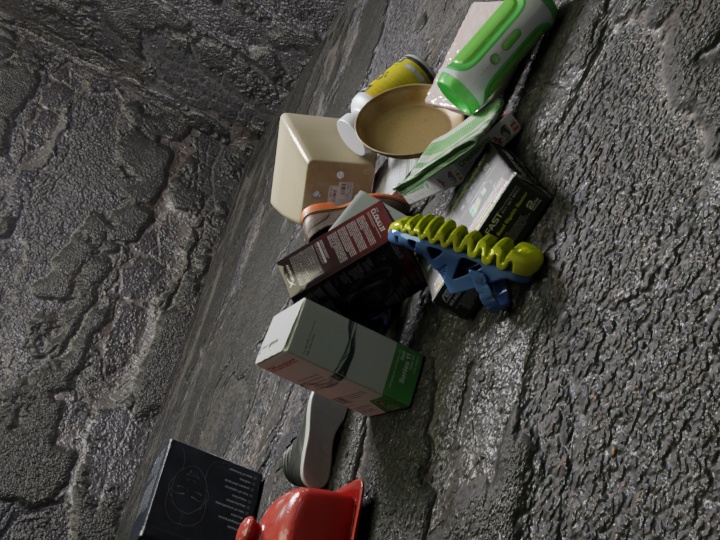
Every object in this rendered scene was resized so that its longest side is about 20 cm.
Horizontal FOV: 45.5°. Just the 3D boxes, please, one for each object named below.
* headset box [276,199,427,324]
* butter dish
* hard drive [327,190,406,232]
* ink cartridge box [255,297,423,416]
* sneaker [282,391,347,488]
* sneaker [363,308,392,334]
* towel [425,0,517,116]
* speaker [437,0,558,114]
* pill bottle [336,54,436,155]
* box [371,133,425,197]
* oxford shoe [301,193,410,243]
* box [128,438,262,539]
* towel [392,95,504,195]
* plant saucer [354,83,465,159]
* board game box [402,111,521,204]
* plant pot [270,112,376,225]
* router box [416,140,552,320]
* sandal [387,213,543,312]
[{"bbox_3d":[0.000,0.000,1.258,0.198,0.149,0.078,-31,53,5],"label":"headset box"},{"bbox_3d":[-0.099,0.377,1.158,0.199,0.146,0.202,-44,25,47],"label":"butter dish"},{"bbox_3d":[-0.003,-0.026,1.398,0.201,0.131,0.026,-52,-19,-23],"label":"hard drive"},{"bbox_3d":[-0.033,0.128,1.223,0.146,0.198,0.084,-28,39,62],"label":"ink cartridge box"},{"bbox_3d":[-0.079,0.259,1.398,0.099,0.070,0.203,-31,41,54],"label":"sneaker"},{"bbox_3d":[-0.013,0.112,1.414,0.201,0.074,0.079,-58,21,26],"label":"sneaker"},{"bbox_3d":[0.203,-0.352,1.426,0.202,0.032,0.191,-64,30,2],"label":"towel"},{"bbox_3d":[0.207,-0.336,1.299,0.200,0.088,0.088,-48,17,0],"label":"speaker"},{"bbox_3d":[0.053,-0.312,1.639,0.200,0.113,0.112,-41,11,-17],"label":"pill bottle"},{"bbox_3d":[0.083,-0.190,1.610,0.200,0.041,0.157,-50,22,39],"label":"box"},{"bbox_3d":[-0.005,-0.083,1.525,0.072,0.196,0.073,78,-178,-47],"label":"oxford shoe"},{"bbox_3d":[-0.306,0.454,1.588,0.124,0.198,0.198,-51,20,40],"label":"box"},{"bbox_3d":[0.134,-0.185,1.258,0.152,0.024,0.200,-32,11,34],"label":"towel"},{"bbox_3d":[0.089,-0.257,1.518,0.036,0.197,0.202,75,-161,-46],"label":"plant saucer"},{"bbox_3d":[0.147,-0.167,1.307,0.126,0.035,0.200,-43,10,-20],"label":"board game box"},{"bbox_3d":[-0.063,-0.182,1.714,0.178,0.196,0.203,-115,31,-61],"label":"plant pot"},{"bbox_3d":[0.159,-0.057,1.145,0.202,0.061,0.150,-59,16,19],"label":"router box"},{"bbox_3d":[0.119,-0.010,1.045,0.079,0.198,0.088,-26,-47,-55],"label":"sandal"}]
